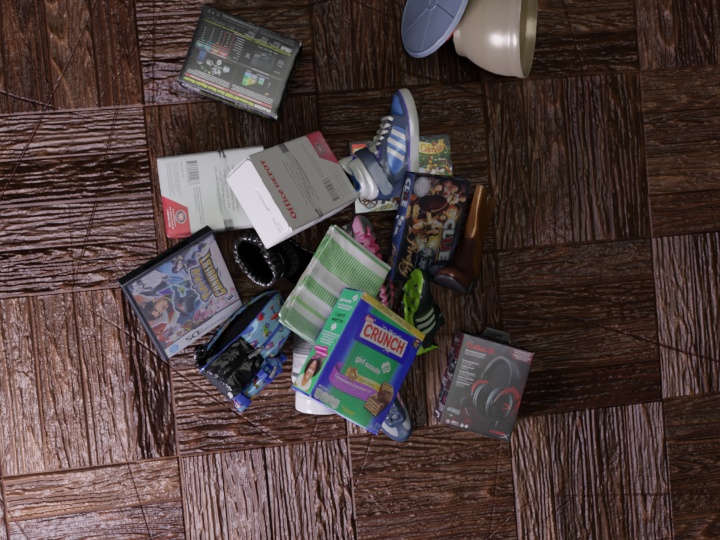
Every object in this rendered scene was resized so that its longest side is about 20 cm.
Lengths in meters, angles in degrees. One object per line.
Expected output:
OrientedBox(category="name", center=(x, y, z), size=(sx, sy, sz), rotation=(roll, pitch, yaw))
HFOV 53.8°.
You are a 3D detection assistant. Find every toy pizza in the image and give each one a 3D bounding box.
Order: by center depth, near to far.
OrientedBox(category="toy pizza", center=(0.145, -0.488, 1.309), size=(0.031, 0.200, 0.203), rotation=(14, 90, -32))

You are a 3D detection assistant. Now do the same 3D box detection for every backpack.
OrientedBox(category="backpack", center=(-0.195, 0.133, 1.295), size=(0.135, 0.182, 0.200), rotation=(45, 79, -9))

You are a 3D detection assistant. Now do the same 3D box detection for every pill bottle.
OrientedBox(category="pill bottle", center=(-0.073, 0.160, 1.336), size=(0.112, 0.113, 0.203), rotation=(2, 92, -6))

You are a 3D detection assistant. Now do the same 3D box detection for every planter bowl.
OrientedBox(category="planter bowl", center=(0.249, -0.465, 1.326), size=(0.133, 0.200, 0.203), rotation=(7, 91, 21))

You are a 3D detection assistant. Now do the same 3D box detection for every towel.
OrientedBox(category="towel", center=(-0.043, 0.040, 1.273), size=(0.152, 0.023, 0.201), rotation=(36, 75, -24))

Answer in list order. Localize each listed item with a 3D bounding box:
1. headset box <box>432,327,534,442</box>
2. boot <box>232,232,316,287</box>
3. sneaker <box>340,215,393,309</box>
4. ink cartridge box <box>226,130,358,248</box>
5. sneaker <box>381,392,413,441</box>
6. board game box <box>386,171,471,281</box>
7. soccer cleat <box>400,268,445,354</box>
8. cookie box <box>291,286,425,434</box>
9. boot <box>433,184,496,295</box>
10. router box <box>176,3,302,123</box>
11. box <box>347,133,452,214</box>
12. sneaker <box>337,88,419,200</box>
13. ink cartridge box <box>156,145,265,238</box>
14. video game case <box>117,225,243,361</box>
OrientedBox(category="headset box", center=(0.242, 0.213, 1.388), size=(0.147, 0.075, 0.202), rotation=(16, 90, -5))
OrientedBox(category="boot", center=(-0.126, -0.002, 1.292), size=(0.210, 0.158, 0.080), rotation=(30, 101, 2))
OrientedBox(category="sneaker", center=(0.000, 0.000, 1.369), size=(0.094, 0.079, 0.202), rotation=(-19, 93, 16))
OrientedBox(category="ink cartridge box", center=(-0.118, -0.147, 1.255), size=(0.199, 0.082, 0.147), rotation=(-32, 91, -48))
OrientedBox(category="sneaker", center=(0.043, 0.248, 1.366), size=(0.070, 0.082, 0.201), rotation=(-30, 95, -6))
OrientedBox(category="board game box", center=(0.126, -0.080, 1.335), size=(0.134, 0.035, 0.202), rotation=(0, 109, -32))
OrientedBox(category="soccer cleat", center=(0.121, 0.075, 1.348), size=(0.080, 0.068, 0.202), rotation=(-12, 129, -17))
OrientedBox(category="cookie box", center=(0.000, 0.158, 1.251), size=(0.171, 0.075, 0.202), rotation=(35, 76, -32))
OrientedBox(category="boot", center=(0.208, -0.059, 1.328), size=(0.068, 0.188, 0.202), rotation=(17, 92, 28))
OrientedBox(category="router box", center=(-0.224, -0.385, 1.330), size=(0.198, 0.062, 0.151), rotation=(20, 89, -6))
OrientedBox(category="box", center=(0.079, -0.187, 1.379), size=(0.197, 0.038, 0.138), rotation=(-6, 92, -6))
OrientedBox(category="sneaker", center=(0.030, -0.231, 1.311), size=(0.145, 0.081, 0.203), rotation=(-5, 98, -11))
OrientedBox(category="ink cartridge box", center=(-0.264, -0.145, 1.323), size=(0.197, 0.084, 0.146), rotation=(-7, 92, -5))
OrientedBox(category="video game case", center=(-0.313, 0.044, 1.268), size=(0.180, 0.025, 0.201), rotation=(-34, 137, -20))
